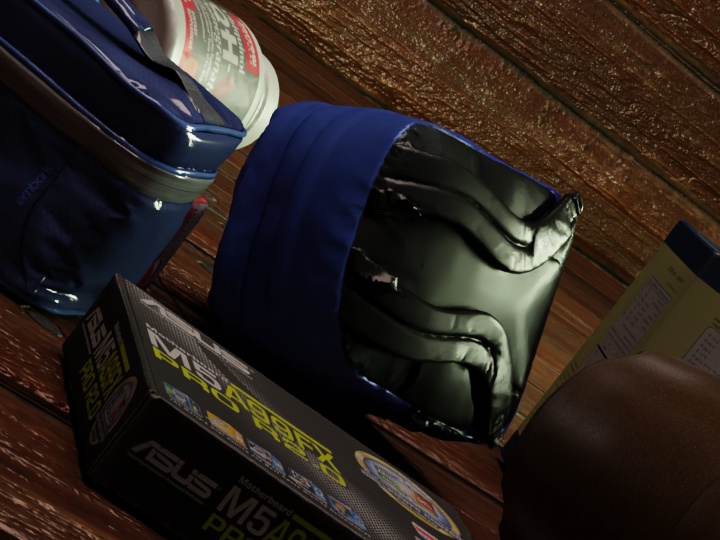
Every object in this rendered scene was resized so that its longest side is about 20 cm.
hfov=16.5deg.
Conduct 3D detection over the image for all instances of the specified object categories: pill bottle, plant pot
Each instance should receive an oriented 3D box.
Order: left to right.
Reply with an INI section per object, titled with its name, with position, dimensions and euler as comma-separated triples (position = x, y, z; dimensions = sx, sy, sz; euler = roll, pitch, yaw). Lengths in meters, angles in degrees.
[pill bottle]
position = -0.135, -0.144, 1.749
dimensions = 0.111, 0.111, 0.200
euler = 41, 8, 23
[plant pot]
position = 0.183, 0.146, 1.265
dimensions = 0.200, 0.201, 0.198
euler = 33, 0, -37

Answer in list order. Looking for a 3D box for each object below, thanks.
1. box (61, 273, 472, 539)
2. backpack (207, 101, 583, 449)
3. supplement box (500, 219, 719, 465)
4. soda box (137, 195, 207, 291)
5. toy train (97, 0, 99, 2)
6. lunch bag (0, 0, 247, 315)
[box]
position = -0.030, 0.094, 1.038
dimensions = 0.200, 0.044, 0.160
euler = 36, 8, -17
[backpack]
position = 0.000, 0.000, 1.360
dimensions = 0.167, 0.163, 0.200
euler = 9, -10, 31
[supplement box]
position = 0.229, 0.113, 1.586
dimensions = 0.200, 0.200, 0.134
euler = 37, 7, -7
[soda box]
position = -0.177, -0.073, 1.282
dimensions = 0.200, 0.063, 0.070
euler = 39, 7, 8
[toy train]
position = -0.197, -0.117, 1.406
dimensions = 0.200, 0.084, 0.116
euler = -38, -110, 59
[lunch bag]
position = -0.160, -0.087, 1.173
dimensions = 0.200, 0.132, 0.136
euler = 40, 7, 11
